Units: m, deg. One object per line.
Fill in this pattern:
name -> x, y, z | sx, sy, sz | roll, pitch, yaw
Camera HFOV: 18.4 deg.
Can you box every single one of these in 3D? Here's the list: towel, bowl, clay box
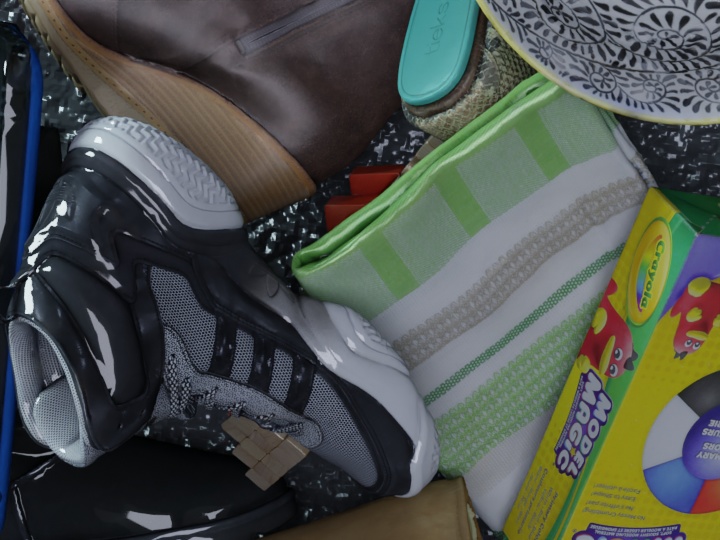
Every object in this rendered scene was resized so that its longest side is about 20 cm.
towel -> 0.077, 0.021, 0.933 | 0.149, 0.031, 0.200 | -39, 129, -1
bowl -> 0.125, -0.162, 0.874 | 0.200, 0.094, 0.202 | -1, 101, -5
clay box -> 0.141, 0.068, 0.946 | 0.115, 0.048, 0.201 | 8, 115, -27

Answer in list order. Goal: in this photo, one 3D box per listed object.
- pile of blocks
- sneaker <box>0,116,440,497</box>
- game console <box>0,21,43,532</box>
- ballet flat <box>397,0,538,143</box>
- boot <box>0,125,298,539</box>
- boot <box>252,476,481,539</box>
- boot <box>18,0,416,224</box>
pile of blocks -> 0.000, 0.000, 0.972 | 0.062, 0.082, 0.200 | 41, 84, -3
sneaker -> -0.063, 0.044, 0.859 | 0.200, 0.075, 0.114 | 46, 66, -19
game console -> -0.202, -0.005, 0.912 | 0.118, 0.171, 0.201 | 3, 100, -14
ballet flat -> 0.059, -0.141, 0.940 | 0.068, 0.075, 0.201 | -12, 64, 43
boot -> -0.126, 0.032, 0.994 | 0.164, 0.066, 0.201 | -11, 94, 3
boot -> -0.044, 0.167, 0.897 | 0.199, 0.175, 0.066 | -12, 133, 4
boot -> -0.057, -0.130, 0.971 | 0.166, 0.072, 0.200 | -36, 93, -5
